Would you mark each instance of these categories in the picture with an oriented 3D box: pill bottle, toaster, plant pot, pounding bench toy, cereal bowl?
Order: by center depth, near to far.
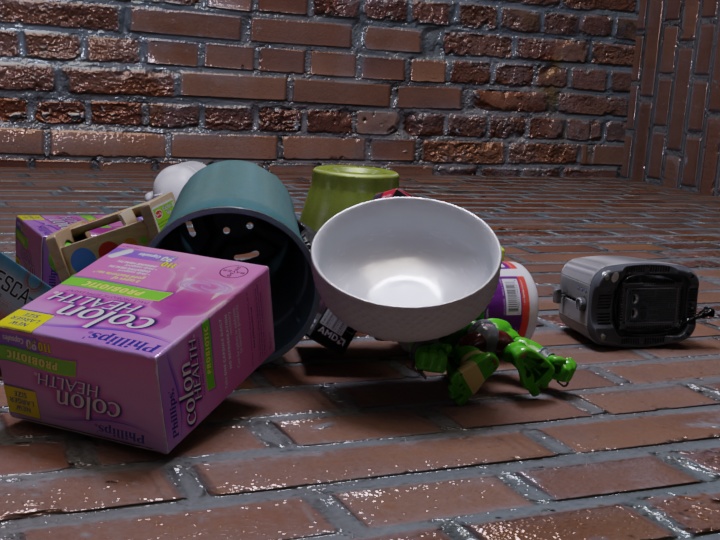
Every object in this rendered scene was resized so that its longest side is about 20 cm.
[{"bbox_3d":[0.048,0.009,1.104,0.198,0.084,0.201,-1,38,1],"label":"cereal bowl"},{"bbox_3d":[-0.147,-0.023,1.209,0.199,0.201,0.196,3,28,-5],"label":"plant pot"},{"bbox_3d":[-0.306,-0.004,1.292,0.155,0.125,0.200,-17,10,6],"label":"pounding bench toy"},{"bbox_3d":[0.113,0.046,1.297,0.199,0.113,0.112,-1,12,-20],"label":"pill bottle"},{"bbox_3d":[0.366,0.037,1.428,0.199,0.115,0.129,-2,10,-18],"label":"toaster"},{"bbox_3d":[-0.013,-0.056,1.559,0.199,0.194,0.200,3,11,-1],"label":"plant pot"}]

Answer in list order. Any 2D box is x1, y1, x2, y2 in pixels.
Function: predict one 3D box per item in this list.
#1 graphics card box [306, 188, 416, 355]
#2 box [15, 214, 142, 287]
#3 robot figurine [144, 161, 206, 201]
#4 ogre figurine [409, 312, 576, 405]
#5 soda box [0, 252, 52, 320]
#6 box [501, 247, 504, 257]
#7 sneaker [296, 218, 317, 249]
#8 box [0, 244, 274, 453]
[{"bbox_3d":[0.000,0.000,1.238,0.051,0.201,0.125,30,-4,-10],"label":"graphics card box"},{"bbox_3d":[-0.380,-0.021,1.512,0.199,0.097,0.176,-3,13,-29],"label":"box"},{"bbox_3d":[-0.374,-0.173,2.235,0.168,0.114,0.200,-15,8,11],"label":"robot figurine"},{"bbox_3d":[0.131,0.085,1.154,0.199,0.099,0.120,-13,28,-19],"label":"ogre figurine"},{"bbox_3d":[-0.419,0.011,1.157,0.063,0.069,0.200,13,-22,35],"label":"soda box"},{"bbox_3d":[0.086,0.020,1.394,0.198,0.123,0.048,3,12,-4],"label":"box"},{"bbox_3d":[-0.067,-0.001,1.393,0.076,0.091,0.200,-39,36,3],"label":"sneaker"},{"bbox_3d":[-0.206,0.065,0.992,0.175,0.097,0.200,9,27,23],"label":"box"}]
